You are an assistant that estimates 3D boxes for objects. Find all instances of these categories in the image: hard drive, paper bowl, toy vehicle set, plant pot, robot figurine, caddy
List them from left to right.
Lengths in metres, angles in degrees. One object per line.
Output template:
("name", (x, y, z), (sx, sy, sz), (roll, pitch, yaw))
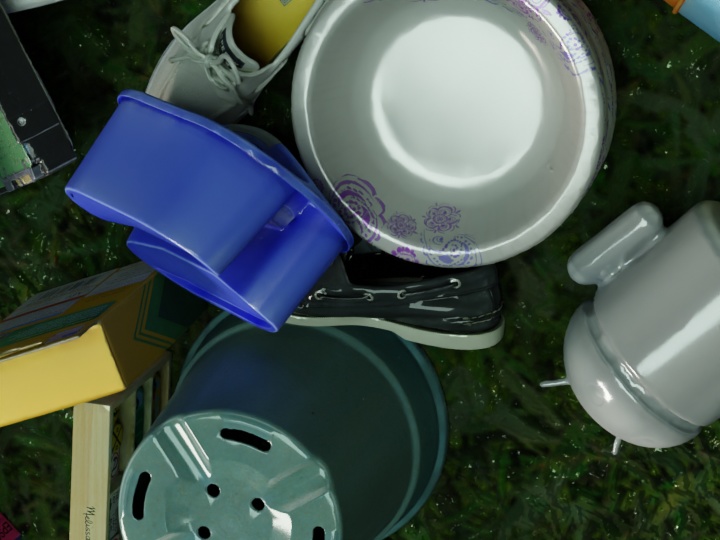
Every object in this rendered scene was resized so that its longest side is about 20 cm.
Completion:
("hard drive", (-0.264, -0.150, 1.418), (0.038, 0.140, 0.200), (-29, 97, -21))
("toy vehicle set", (-0.168, 0.166, 1.481), (0.026, 0.124, 0.200), (8, 108, 13))
("caddy", (-0.092, -0.048, 1.350), (0.105, 0.200, 0.141), (-54, 132, -11))
("plant pot", (-0.058, 0.131, 1.404), (0.200, 0.196, 0.201), (4, 106, 13))
("paper bowl", (0.064, -0.109, 1.351), (0.200, 0.104, 0.201), (4, 106, 13))
("robot figurine", (0.210, 0.035, 1.348), (0.200, 0.113, 0.170), (-42, 91, 21))

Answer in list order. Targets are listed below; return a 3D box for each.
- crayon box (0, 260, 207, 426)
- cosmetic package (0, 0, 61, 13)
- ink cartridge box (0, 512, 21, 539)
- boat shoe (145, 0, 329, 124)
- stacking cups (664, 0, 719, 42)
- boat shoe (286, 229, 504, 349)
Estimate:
("crayon box", (-0.195, 0.051, 1.415), (0.126, 0.200, 0.052), (-17, 101, 19))
("cosmetic package", (-0.204, -0.279, 1.388), (0.113, 0.081, 0.200), (-10, 104, 18))
("ink cartridge box", (-0.311, 0.179, 1.539), (0.037, 0.095, 0.200), (-40, 93, 21))
("boat shoe", (-0.080, -0.145, 1.387), (0.202, 0.086, 0.075), (-39, 92, 24))
("stacking cups", (0.223, -0.165, 1.317), (0.200, 0.061, 0.061), (33, 111, 5))
("boat shoe", (0.000, 0.001, 1.409), (0.199, 0.075, 0.066), (12, 118, 16))
